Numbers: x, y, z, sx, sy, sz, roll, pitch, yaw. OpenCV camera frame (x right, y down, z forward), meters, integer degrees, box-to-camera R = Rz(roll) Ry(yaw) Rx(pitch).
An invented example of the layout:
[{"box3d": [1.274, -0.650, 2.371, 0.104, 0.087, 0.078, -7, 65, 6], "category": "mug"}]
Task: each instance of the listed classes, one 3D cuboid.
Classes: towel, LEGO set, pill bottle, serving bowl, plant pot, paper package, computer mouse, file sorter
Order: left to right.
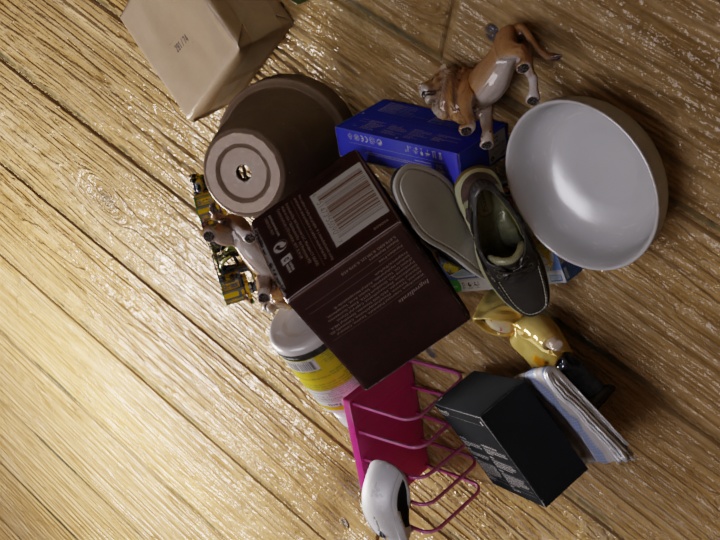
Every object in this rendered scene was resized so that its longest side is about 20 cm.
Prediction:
[{"box3d": [-0.215, -0.339, 1.735, 0.191, 0.103, 0.200, 55, 144, 4], "category": "paper package"}, {"box3d": [-0.165, -0.058, 1.851, 0.154, 0.115, 0.201, -120, 14, -77], "category": "LEGO set"}, {"box3d": [-0.120, -0.143, 1.649, 0.199, 0.175, 0.201, 6, 109, 19], "category": "plant pot"}, {"box3d": [-0.035, 0.130, 1.813, 0.114, 0.114, 0.200, 12, 147, 43], "category": "pill bottle"}, {"box3d": [0.032, 0.350, 1.768, 0.109, 0.044, 0.201, 18, 128, 35], "category": "computer mouse"}, {"box3d": [0.080, 0.244, 1.788, 0.125, 0.139, 0.201, 13, 124, 39], "category": "file sorter"}, {"box3d": [0.247, 0.179, 1.542, 0.147, 0.024, 0.200, 47, 168, 1], "category": "towel"}, {"box3d": [0.258, -0.103, 1.402, 0.200, 0.066, 0.201, 28, 133, 34], "category": "serving bowl"}]

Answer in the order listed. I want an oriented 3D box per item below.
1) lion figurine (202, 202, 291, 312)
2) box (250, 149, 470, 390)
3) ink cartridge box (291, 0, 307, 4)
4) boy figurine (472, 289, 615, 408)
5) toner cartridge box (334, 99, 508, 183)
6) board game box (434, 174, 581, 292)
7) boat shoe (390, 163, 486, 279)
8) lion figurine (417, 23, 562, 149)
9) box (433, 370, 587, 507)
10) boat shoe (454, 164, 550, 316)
[{"box3d": [-0.143, -0.023, 1.708, 0.201, 0.072, 0.123, 58, -175, -18], "category": "lion figurine"}, {"box3d": [0.000, 0.000, 1.556, 0.200, 0.164, 0.166, 51, -174, -41], "category": "box"}, {"box3d": [-0.093, -0.404, 1.516, 0.200, 0.145, 0.048, 39, 138, 23], "category": "ink cartridge box"}, {"box3d": [0.223, 0.098, 1.569, 0.200, 0.064, 0.124, 44, 166, 11], "category": "boy figurine"}, {"box3d": [0.073, -0.158, 1.546, 0.199, 0.095, 0.043, 18, 128, 41], "category": "toner cartridge box"}, {"box3d": [0.166, -0.045, 1.570, 0.199, 0.034, 0.136, -8, 109, 50], "category": "board game box"}, {"box3d": [0.096, -0.059, 1.502, 0.200, 0.074, 0.060, 36, 170, -34], "category": "boat shoe"}, {"box3d": [0.149, -0.222, 1.438, 0.200, 0.072, 0.123, -38, 43, 38], "category": "lion figurine"}, {"box3d": [0.186, 0.208, 1.616, 0.141, 0.079, 0.200, 51, 170, -8], "category": "box"}, {"box3d": [0.165, -0.023, 1.467, 0.071, 0.066, 0.202, -23, 113, 8], "category": "boat shoe"}]
